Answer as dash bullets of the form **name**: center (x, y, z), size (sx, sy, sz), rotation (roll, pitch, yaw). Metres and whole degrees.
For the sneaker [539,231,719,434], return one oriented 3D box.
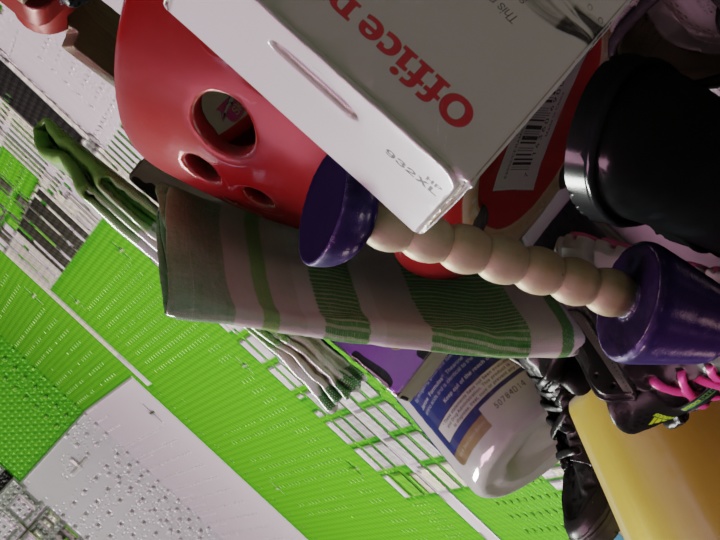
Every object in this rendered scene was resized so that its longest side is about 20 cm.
- **sneaker**: center (0.160, 0.043, 0.948), size (0.074, 0.088, 0.199), rotation (22, 177, -43)

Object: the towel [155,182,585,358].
- **towel**: center (0.000, 0.000, 0.964), size (0.199, 0.024, 0.153), rotation (8, -160, -12)

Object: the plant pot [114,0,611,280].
- **plant pot**: center (0.009, -0.106, 0.940), size (0.182, 0.201, 0.201), rotation (27, 158, 25)

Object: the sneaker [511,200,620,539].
- **sneaker**: center (0.117, 0.054, 1.150), size (0.104, 0.201, 0.060), rotation (20, 162, -18)

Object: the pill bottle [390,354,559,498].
- **pill bottle**: center (0.060, 0.042, 1.297), size (0.200, 0.111, 0.111), rotation (50, 167, 25)

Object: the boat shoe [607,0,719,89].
- **boat shoe**: center (0.165, -0.115, 0.808), size (0.074, 0.060, 0.200), rotation (44, 163, -15)

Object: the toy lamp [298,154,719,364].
- **toy lamp**: center (0.072, 0.000, 0.857), size (0.199, 0.059, 0.058), rotation (16, 170, -19)

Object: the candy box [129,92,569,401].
- **candy box**: center (-0.001, -0.053, 1.117), size (0.200, 0.168, 0.072), rotation (39, 179, 11)

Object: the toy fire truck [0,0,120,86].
- **toy fire truck**: center (-0.124, -0.184, 1.068), size (0.129, 0.176, 0.200), rotation (38, 163, 7)

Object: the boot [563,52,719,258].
- **boot**: center (0.191, -0.026, 0.832), size (0.162, 0.074, 0.198), rotation (19, 178, 30)

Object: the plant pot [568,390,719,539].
- **plant pot**: center (0.216, 0.112, 1.053), size (0.189, 0.200, 0.201), rotation (55, 164, 8)

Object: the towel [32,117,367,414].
- **towel**: center (-0.095, -0.003, 1.100), size (0.200, 0.031, 0.149), rotation (40, 177, -26)

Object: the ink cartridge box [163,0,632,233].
- **ink cartridge box**: center (0.040, -0.139, 0.784), size (0.145, 0.200, 0.084), rotation (41, 162, 0)

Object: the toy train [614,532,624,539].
- **toy train**: center (0.252, 0.170, 1.230), size (0.199, 0.085, 0.116), rotation (26, 159, -23)
